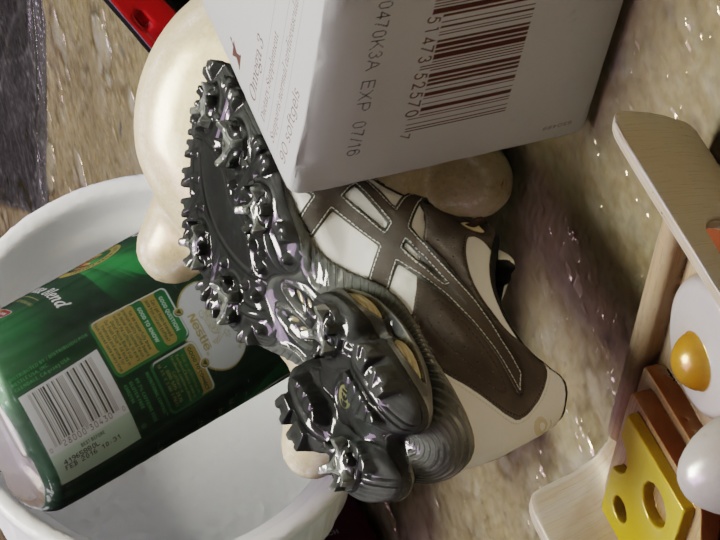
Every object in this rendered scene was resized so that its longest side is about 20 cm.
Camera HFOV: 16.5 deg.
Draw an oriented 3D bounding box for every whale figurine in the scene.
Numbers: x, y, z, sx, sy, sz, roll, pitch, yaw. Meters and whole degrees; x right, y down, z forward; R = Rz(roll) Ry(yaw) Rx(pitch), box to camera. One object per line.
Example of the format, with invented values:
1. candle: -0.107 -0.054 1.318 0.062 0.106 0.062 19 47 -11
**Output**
1. whale figurine: -0.010 -0.023 0.986 0.104 0.158 0.201 -29 -75 -70

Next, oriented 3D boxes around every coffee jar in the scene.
1. coffee jar: -0.072 0.020 1.060 0.086 0.199 0.104 63 161 -6

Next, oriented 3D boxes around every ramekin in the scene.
1. ramekin: -0.090 0.064 1.152 0.098 0.200 0.201 95 155 -61

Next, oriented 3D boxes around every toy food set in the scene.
1. toy food set: 0.103 0.067 0.803 0.201 0.060 0.144 99 151 -47

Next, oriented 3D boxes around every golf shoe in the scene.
1. golf shoe: 0.000 0.000 0.883 0.200 0.094 0.078 60 144 37

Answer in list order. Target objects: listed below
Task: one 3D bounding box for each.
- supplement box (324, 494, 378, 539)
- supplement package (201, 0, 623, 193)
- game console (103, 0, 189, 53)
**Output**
1. supplement box: -0.059 0.133 1.264 0.200 0.085 0.111 -122 26 -42
2. supplement package: -0.001 -0.147 0.868 0.117 0.117 0.201 102 149 -52
3. game console: -0.121 -0.168 1.149 0.177 0.031 0.200 44 -166 -33
